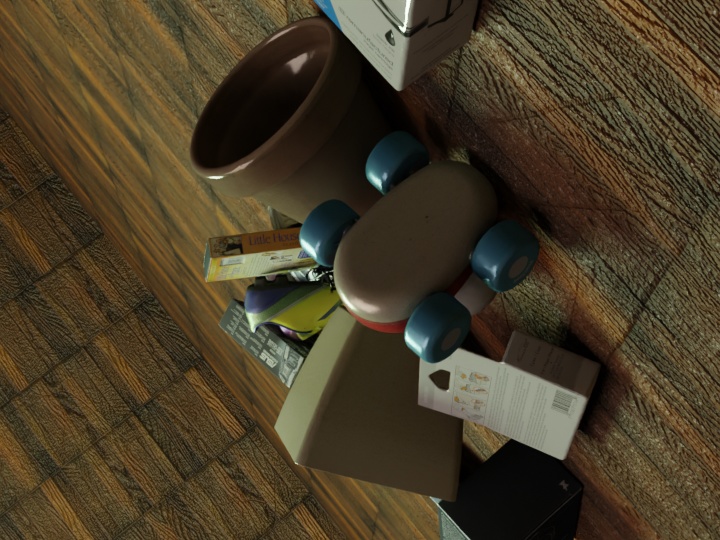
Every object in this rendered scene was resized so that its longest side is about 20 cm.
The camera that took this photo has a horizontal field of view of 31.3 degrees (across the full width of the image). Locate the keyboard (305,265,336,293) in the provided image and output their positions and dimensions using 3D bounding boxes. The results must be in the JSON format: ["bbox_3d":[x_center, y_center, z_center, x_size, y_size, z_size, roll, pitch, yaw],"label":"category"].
[{"bbox_3d":[0.000,0.000,1.571,0.200,0.103,0.040,-158,61,-68],"label":"keyboard"}]

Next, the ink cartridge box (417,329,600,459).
[{"bbox_3d":[0.149,0.119,1.337,0.175,0.045,0.200,21,157,11],"label":"ink cartridge box"}]

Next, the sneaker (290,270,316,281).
[{"bbox_3d":[-0.037,0.019,1.764,0.201,0.070,0.109,54,164,17],"label":"sneaker"}]

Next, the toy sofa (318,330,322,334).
[{"bbox_3d":[-0.075,0.108,2.058,0.200,0.083,0.098,33,155,53],"label":"toy sofa"}]

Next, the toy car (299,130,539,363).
[{"bbox_3d":[0.073,0.004,1.246,0.184,0.177,0.200,41,173,30],"label":"toy car"}]

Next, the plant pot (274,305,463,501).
[{"bbox_3d":[0.024,0.149,1.558,0.198,0.179,0.200,15,-177,-12],"label":"plant pot"}]

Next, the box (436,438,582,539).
[{"bbox_3d":[0.185,0.315,1.606,0.107,0.148,0.201,45,163,25],"label":"box"}]

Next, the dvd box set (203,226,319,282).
[{"bbox_3d":[-0.098,-0.024,1.630,0.146,0.198,0.030,124,138,-75],"label":"dvd box set"}]

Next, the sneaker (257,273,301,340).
[{"bbox_3d":[-0.109,0.039,1.859,0.080,0.089,0.201,25,-151,-29],"label":"sneaker"}]

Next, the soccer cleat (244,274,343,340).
[{"bbox_3d":[-0.052,0.048,1.672,0.065,0.198,0.085,-94,4,-84],"label":"soccer cleat"}]

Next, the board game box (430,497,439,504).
[{"bbox_3d":[0.132,0.333,1.920,0.200,0.041,0.200,43,177,36],"label":"board game box"}]

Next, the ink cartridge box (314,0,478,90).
[{"bbox_3d":[0.019,-0.252,0.959,0.146,0.084,0.200,49,165,15],"label":"ink cartridge box"}]

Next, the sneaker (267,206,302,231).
[{"bbox_3d":[-0.097,-0.115,1.591,0.200,0.073,0.116,61,-173,-61],"label":"sneaker"}]

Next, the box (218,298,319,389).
[{"bbox_3d":[-0.090,0.120,1.850,0.157,0.050,0.200,22,-171,-44],"label":"box"}]

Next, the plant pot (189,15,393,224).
[{"bbox_3d":[-0.046,-0.122,1.293,0.175,0.201,0.200,43,172,-32],"label":"plant pot"}]
